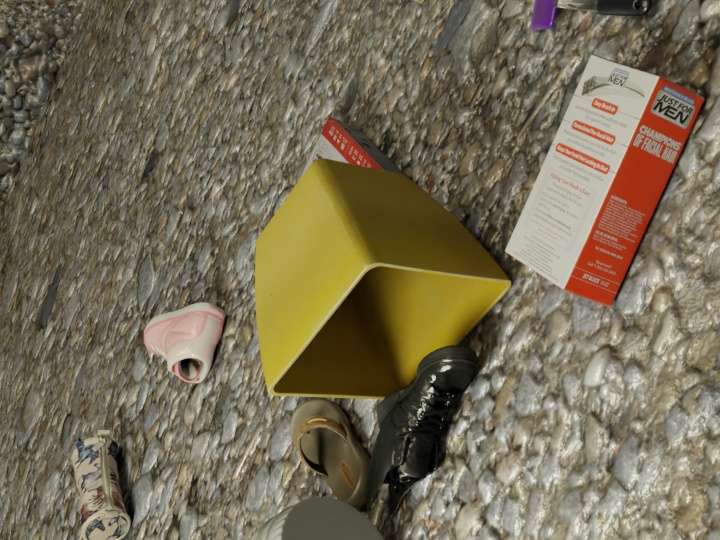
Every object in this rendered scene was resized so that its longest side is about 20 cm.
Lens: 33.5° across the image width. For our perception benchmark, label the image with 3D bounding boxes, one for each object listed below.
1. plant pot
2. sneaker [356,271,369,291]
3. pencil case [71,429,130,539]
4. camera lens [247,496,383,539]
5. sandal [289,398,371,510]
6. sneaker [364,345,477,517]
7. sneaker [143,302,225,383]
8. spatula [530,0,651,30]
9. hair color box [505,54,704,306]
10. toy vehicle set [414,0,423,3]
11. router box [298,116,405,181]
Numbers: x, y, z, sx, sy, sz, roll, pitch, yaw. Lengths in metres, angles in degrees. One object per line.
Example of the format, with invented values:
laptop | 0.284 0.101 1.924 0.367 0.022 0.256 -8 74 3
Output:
plant pot | 0.000 0.000 1.245 0.201 0.198 0.178 -50 50 33
sneaker | -0.011 0.052 1.417 0.202 0.074 0.087 -59 25 5
pencil case | -0.418 0.352 1.927 0.201 0.076 0.091 -117 33 -53
camera lens | -0.074 0.350 1.254 0.200 0.158 0.162 -48 37 35
sandal | -0.043 0.207 1.389 0.081 0.053 0.200 -65 30 12
sneaker | 0.062 0.167 1.231 0.200 0.059 0.106 -47 36 46
sneaker | -0.280 0.123 1.819 0.199 0.075 0.106 -23 49 48
spatula | 0.230 -0.272 1.220 0.199 0.020 0.058 22 106 59
hair color box | 0.220 -0.084 1.094 0.111 0.063 0.203 40 110 60
toy vehicle set | 0.091 -0.459 1.560 0.124 0.026 0.202 -47 38 38
router box | -0.026 -0.076 1.523 0.182 0.048 0.200 -64 30 14
